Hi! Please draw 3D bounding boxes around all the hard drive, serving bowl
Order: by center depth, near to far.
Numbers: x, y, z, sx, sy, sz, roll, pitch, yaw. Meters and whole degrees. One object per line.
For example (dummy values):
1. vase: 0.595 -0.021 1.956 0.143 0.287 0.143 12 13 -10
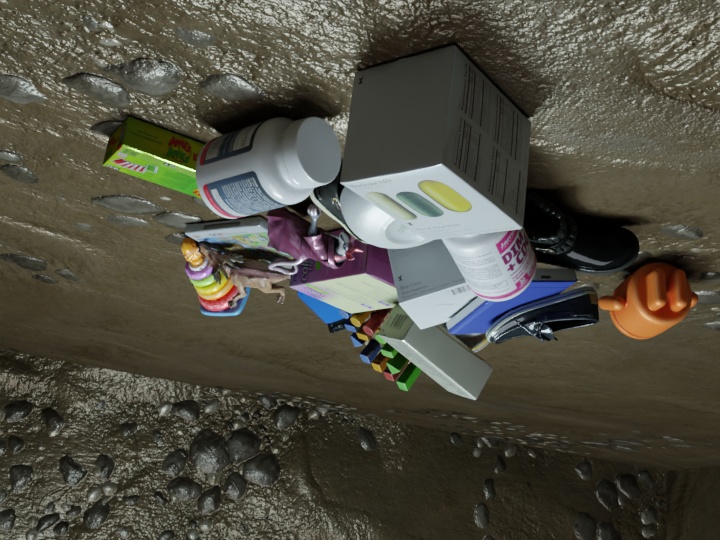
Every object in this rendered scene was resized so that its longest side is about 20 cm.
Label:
1. serving bowl: 0.070 -0.089 1.374 0.196 0.067 0.201 -9 151 -5
2. hard drive: 0.248 0.053 1.532 0.130 0.026 0.200 0 153 -30

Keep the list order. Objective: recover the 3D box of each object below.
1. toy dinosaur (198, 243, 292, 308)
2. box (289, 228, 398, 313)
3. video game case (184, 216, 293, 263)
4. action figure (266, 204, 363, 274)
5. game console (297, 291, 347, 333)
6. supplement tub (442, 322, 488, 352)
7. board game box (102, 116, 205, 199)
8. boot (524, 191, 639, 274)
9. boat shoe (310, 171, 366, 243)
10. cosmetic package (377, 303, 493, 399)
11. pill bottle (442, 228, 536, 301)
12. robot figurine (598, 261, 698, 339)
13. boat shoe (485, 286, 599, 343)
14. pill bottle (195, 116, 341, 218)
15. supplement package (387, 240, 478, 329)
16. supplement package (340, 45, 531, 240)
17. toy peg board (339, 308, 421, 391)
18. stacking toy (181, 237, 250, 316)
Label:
1. toy dinosaur: -0.210 0.004 1.780 0.195 0.087 0.136 -1 153 8
2. box: 0.000 0.000 1.723 0.198 0.099 0.174 -11 155 42
3. video game case: -0.208 -0.050 1.776 0.179 0.023 0.199 -3 159 30
4. action figure: -0.081 -0.042 1.537 0.198 0.152 0.133 25 -170 40
5. game console: -0.013 0.060 2.036 0.169 0.121 0.199 -19 179 -34
6. supplement tub: 0.196 0.070 1.775 0.142 0.148 0.200 5 162 8
7. board game box: -0.281 -0.164 1.416 0.197 0.049 0.101 18 160 -29
8. boot: 0.329 -0.058 1.443 0.207 0.081 0.158 2 161 17
9. boat shoe: 0.005 -0.095 1.467 0.062 0.075 0.200 2 158 43
10. cosmetic package: 0.139 0.150 1.713 0.199 0.074 0.103 39 166 -24
11. pill bottle: 0.176 -0.052 1.322 0.111 0.115 0.201 -2 148 26
12. robot figurine: 0.515 0.056 1.657 0.143 0.117 0.200 -35 169 -14
13. boat shoe: 0.302 0.087 1.530 0.197 0.063 0.075 -20 158 16
14. pill bottle: -0.127 -0.146 1.292 0.197 0.122 0.119 -9 156 41
15. supplement package: 0.163 -0.001 1.544 0.196 0.113 0.156 -18 156 11
16. supplement package: 0.097 -0.148 1.146 0.150 0.154 0.199 -6 158 36
17. toy peg board: 0.040 0.137 1.870 0.197 0.098 0.202 13 139 40
18. stacking toy: -0.310 -0.001 1.864 0.108 0.118 0.201 1 150 24
